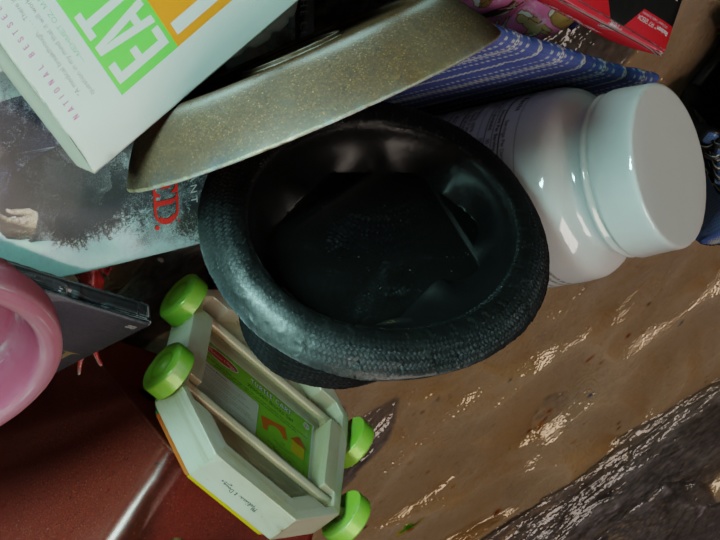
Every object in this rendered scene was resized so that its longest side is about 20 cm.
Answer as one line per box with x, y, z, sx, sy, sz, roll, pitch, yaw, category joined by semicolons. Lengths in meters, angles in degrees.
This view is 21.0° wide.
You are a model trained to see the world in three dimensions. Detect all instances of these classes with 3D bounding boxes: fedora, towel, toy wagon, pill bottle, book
0.000;0.000;1.050;0.199;0.201;0.092;-15;151;-31;fedora
0.061;-0.116;1.122;0.144;0.024;0.199;-9;169;39;towel
-0.057;0.069;1.144;0.039;0.201;0.155;-37;115;24;toy wagon
0.094;-0.045;1.146;0.199;0.115;0.113;-9;165;35;pill bottle
-0.089;-0.159;0.891;0.200;0.048;0.134;-43;118;-14;book

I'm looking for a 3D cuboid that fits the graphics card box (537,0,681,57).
0.148;-0.229;1.037;0.125;0.051;0.202;15;95;-52;graphics card box

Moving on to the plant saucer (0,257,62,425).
-0.241;0.036;0.908;0.199;0.051;0.201;-14;154;-7;plant saucer

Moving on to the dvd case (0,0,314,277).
-0.111;-0.078;1.022;0.199;0.022;0.147;-15;117;-33;dvd case

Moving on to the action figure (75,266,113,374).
-0.118;-0.016;1.101;0.199;0.065;0.100;-17;129;-30;action figure

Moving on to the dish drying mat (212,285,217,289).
-0.056;0.004;1.236;0.076;0.018;0.201;7;127;-47;dish drying mat

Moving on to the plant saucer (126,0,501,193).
-0.029;-0.092;0.949;0.199;0.035;0.200;-23;-170;4;plant saucer

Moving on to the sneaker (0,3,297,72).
-0.116;-0.142;0.931;0.199;0.075;0.083;-10;112;-32;sneaker

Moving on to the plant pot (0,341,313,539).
-0.143;0.155;1.176;0.199;0.200;0.177;22;107;-47;plant pot

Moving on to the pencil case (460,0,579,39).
0.048;-0.178;1.050;0.082;0.087;0.199;-21;161;37;pencil case

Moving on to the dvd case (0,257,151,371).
-0.232;0.043;1.024;0.199;0.016;0.148;-25;151;33;dvd case

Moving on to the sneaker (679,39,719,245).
0.257;-0.102;1.371;0.088;0.079;0.201;-12;132;-24;sneaker

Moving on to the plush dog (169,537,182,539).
-0.127;0.243;1.037;0.172;0.159;0.201;58;41;-29;plush dog
